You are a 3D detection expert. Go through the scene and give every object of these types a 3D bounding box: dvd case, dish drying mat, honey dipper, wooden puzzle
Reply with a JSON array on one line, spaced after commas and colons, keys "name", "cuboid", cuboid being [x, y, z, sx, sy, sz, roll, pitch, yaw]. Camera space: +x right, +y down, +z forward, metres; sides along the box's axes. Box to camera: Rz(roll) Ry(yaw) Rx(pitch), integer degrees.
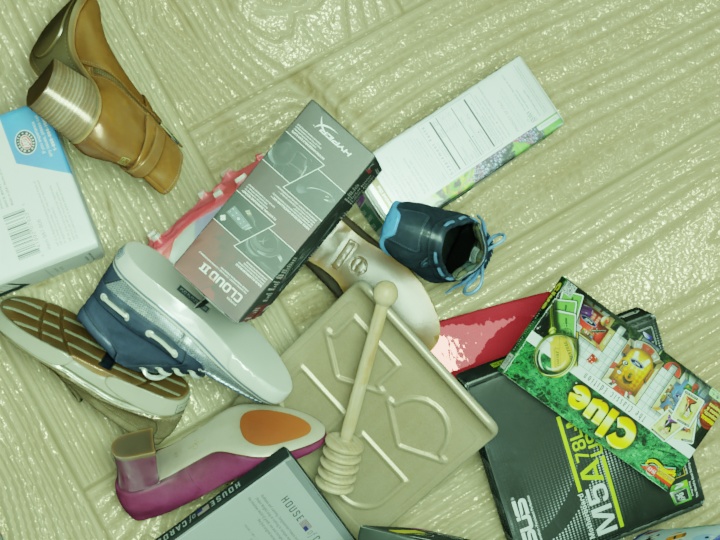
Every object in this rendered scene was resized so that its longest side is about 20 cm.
[{"name": "dvd case", "cuboid": [-0.109, 0.269, 1.155, 0.199, 0.025, 0.151, -35, 121, -3]}, {"name": "dish drying mat", "cuboid": [0.102, 0.082, 1.246, 0.198, 0.018, 0.078, -15, 87, -6]}, {"name": "honey dipper", "cuboid": [0.000, 0.102, 1.136, 0.038, 0.038, 0.202, 13, 107, -4]}, {"name": "wooden puzzle", "cuboid": [0.004, 0.131, 1.185, 0.185, 0.046, 0.200, 47, 115, 1]}]

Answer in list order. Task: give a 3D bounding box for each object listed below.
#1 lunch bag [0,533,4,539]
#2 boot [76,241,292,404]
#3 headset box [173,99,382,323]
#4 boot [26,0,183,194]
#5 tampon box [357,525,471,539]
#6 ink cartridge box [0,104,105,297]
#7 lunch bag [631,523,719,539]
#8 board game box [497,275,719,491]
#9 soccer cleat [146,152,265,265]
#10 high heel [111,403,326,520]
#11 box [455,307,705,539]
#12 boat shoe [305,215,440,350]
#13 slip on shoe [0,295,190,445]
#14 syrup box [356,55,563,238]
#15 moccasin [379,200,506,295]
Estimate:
[{"name": "lunch bag", "cuboid": [-0.412, 0.250, 1.146, 0.160, 0.077, 0.201, -33, 88, -8]}, {"name": "boot", "cuboid": [-0.159, 0.070, 1.163, 0.200, 0.073, 0.091, 41, 111, 2]}, {"name": "headset box", "cuboid": [-0.073, -0.040, 1.112, 0.077, 0.149, 0.200, 41, 93, 3]}, {"name": "boot", "cuboid": [-0.232, -0.166, 1.206, 0.073, 0.201, 0.154, -35, 126, 29]}, {"name": "tampon box", "cuboid": [0.060, 0.336, 1.130, 0.125, 0.150, 0.203, 8, 81, 23]}, {"name": "ink cartridge box", "cuboid": [-0.355, -0.048, 1.179, 0.198, 0.084, 0.146, -21, 86, -8]}, {"name": "lunch bag", "cuboid": [0.253, 0.303, 1.138, 0.198, 0.170, 0.125, -21, 84, -25]}, {"name": "board game box", "cuboid": [0.232, 0.105, 1.170, 0.199, 0.023, 0.105, 35, 93, -12]}, {"name": "soccer cleat", "cuboid": [-0.134, -0.037, 1.218, 0.199, 0.067, 0.077, -38, 110, -10]}, {"name": "high heel", "cuboid": [-0.128, 0.180, 1.183, 0.197, 0.097, 0.068, -4, 41, 0]}, {"name": "box", "cuboid": [0.208, 0.160, 1.207, 0.191, 0.048, 0.202, -19, 101, -9]}, {"name": "boat shoe", "cuboid": [0.000, 0.000, 1.217, 0.070, 0.070, 0.200, -43, 87, 2]}, {"name": "slip on shoe", "cuboid": [-0.254, 0.093, 1.188, 0.198, 0.076, 0.061, 26, 114, -1]}, {"name": "syrup box", "cuboid": [0.087, -0.114, 1.234, 0.199, 0.079, 0.082, -35, 89, -8]}, {"name": "moccasin", "cuboid": [0.083, -0.014, 1.166, 0.068, 0.199, 0.081, 18, 97, 27]}]
